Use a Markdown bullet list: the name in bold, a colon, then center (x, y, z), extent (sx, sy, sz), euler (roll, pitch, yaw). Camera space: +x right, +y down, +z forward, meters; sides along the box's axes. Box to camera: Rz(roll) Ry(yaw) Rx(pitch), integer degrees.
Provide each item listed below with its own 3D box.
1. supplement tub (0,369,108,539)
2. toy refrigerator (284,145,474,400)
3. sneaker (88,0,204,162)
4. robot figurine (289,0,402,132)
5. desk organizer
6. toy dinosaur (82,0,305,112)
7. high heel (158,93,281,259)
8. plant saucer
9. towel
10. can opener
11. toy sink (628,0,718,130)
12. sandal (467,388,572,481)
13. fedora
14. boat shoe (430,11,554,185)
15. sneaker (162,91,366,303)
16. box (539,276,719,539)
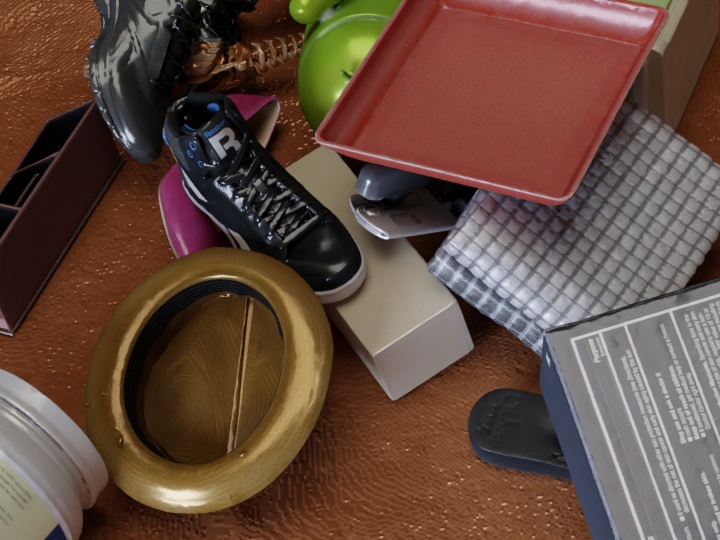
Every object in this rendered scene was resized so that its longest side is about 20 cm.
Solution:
- **supplement tub**: center (-0.281, 0.178, 1.233), extent (0.145, 0.145, 0.200), euler (25, 59, 28)
- **toy refrigerator**: center (0.000, 0.000, 1.381), extent (0.076, 0.070, 0.200), euler (-33, 51, -7)
- **sneaker**: center (-0.173, -0.189, 1.500), extent (0.090, 0.076, 0.201), euler (-9, 75, 15)
- **robot figurine**: center (0.008, -0.165, 1.464), extent (0.115, 0.176, 0.200), euler (-29, 23, 16)
- **desk organizer**: center (-0.274, -0.053, 1.472), extent (0.071, 0.077, 0.201), euler (13, 54, 21)
- **toy dinosaur**: center (-0.138, -0.195, 1.577), extent (0.199, 0.102, 0.136), euler (9, 66, -4)
- **high heel**: center (-0.107, -0.070, 1.462), extent (0.095, 0.068, 0.200), euler (-17, 35, 10)
- **plant saucer**: center (0.098, -0.130, 1.308), extent (0.199, 0.037, 0.200), euler (15, 53, 24)
- **towel**: center (0.163, -0.031, 1.326), extent (0.165, 0.086, 0.200), euler (36, 61, 1)
- **can opener**: center (0.081, -0.063, 1.366), extent (0.199, 0.067, 0.053), euler (-10, 42, -34)
- **toy sink**: center (0.198, -0.178, 1.461), extent (0.130, 0.112, 0.200), euler (14, 54, 22)
- **sandal**: center (0.171, 0.116, 1.262), extent (0.199, 0.043, 0.076), euler (3, 51, 14)
- **fedora**: center (-0.102, 0.086, 1.309), extent (0.199, 0.082, 0.202), euler (-6, 65, 13)
- **boat shoe**: center (0.118, -0.137, 1.401), extent (0.069, 0.200, 0.057), euler (40, 28, 10)
- **sneaker**: center (-0.082, -0.060, 1.334), extent (0.073, 0.112, 0.200), euler (-42, 54, -14)
- **box**: center (0.237, 0.116, 1.164), extent (0.197, 0.123, 0.201), euler (-16, 69, -3)
